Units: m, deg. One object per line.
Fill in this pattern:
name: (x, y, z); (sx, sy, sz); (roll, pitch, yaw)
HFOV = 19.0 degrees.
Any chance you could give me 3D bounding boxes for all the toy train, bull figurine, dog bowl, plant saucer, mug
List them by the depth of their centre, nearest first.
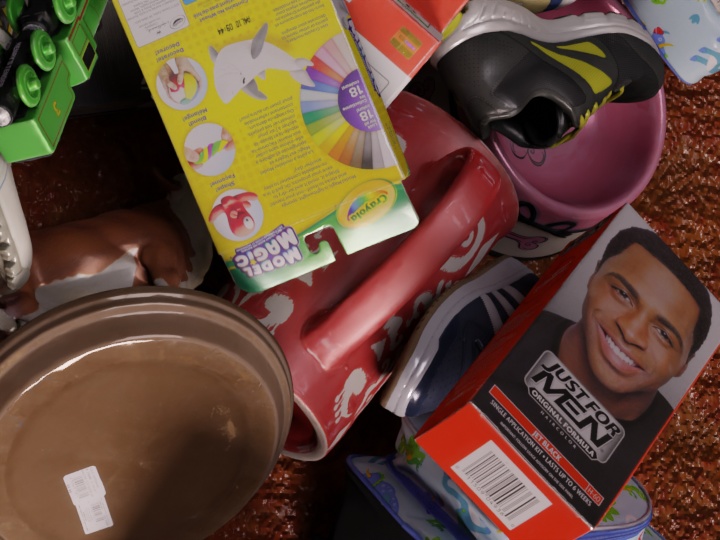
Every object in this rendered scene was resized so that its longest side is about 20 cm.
toy train: (-0.164, -0.135, 1.172); (0.201, 0.042, 0.057); (-77, 149, -46)
plant saucer: (-0.129, 0.095, 1.184); (0.199, 0.201, 0.030); (15, 30, -32)
bull figurine: (-0.142, 0.005, 1.222); (0.199, 0.121, 0.065); (-17, 132, -22)
mug: (-0.010, -0.005, 1.287); (0.133, 0.178, 0.200); (32, 65, 11)
dog bowl: (0.122, -0.111, 1.446); (0.199, 0.074, 0.201); (6, 79, -35)

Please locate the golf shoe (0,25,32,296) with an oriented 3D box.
golf shoe: (-0.206, -0.088, 1.157); (0.097, 0.078, 0.201); (-26, 98, -40)

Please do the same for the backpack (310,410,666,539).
backpack: (0.098, 0.174, 1.306); (0.199, 0.183, 0.148); (7, 115, -38)

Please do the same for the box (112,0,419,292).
box: (-0.051, -0.098, 1.189); (0.117, 0.048, 0.201); (-21, 93, 10)

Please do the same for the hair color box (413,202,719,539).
hair color box: (0.126, 0.061, 1.227); (0.102, 0.061, 0.200); (46, 48, -5)

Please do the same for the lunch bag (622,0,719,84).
lunch bag: (0.235, -0.233, 1.502); (0.161, 0.082, 0.200); (56, 33, -11)

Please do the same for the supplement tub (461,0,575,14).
supplement tub: (0.030, -0.211, 1.329); (0.199, 0.144, 0.145); (-16, 92, -13)

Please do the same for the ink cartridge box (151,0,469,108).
ink cartridge box: (-0.015, -0.141, 1.227); (0.109, 0.050, 0.200); (41, 102, -3)

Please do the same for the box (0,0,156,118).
box: (-0.188, -0.168, 1.255); (0.199, 0.048, 0.159); (-10, 89, -36)

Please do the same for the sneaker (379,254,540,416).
sneaker: (0.093, 0.057, 1.290); (0.108, 0.070, 0.200); (34, 27, 12)

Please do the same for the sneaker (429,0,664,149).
sneaker: (0.119, -0.111, 1.336); (0.199, 0.074, 0.085); (1, 64, -41)
